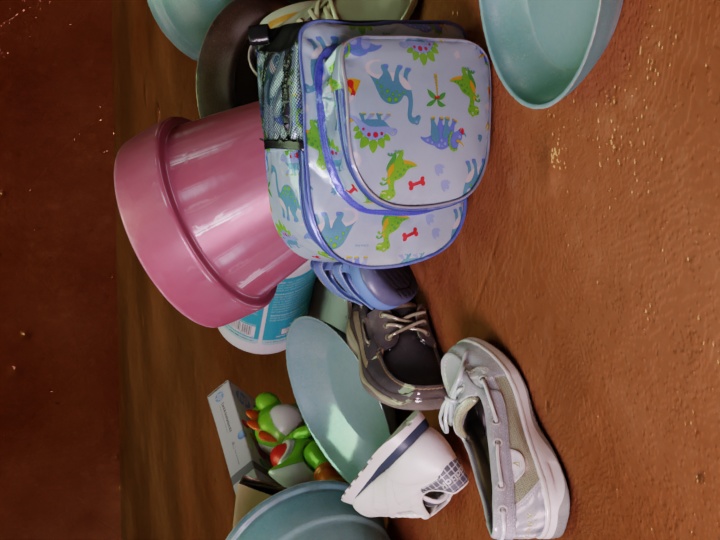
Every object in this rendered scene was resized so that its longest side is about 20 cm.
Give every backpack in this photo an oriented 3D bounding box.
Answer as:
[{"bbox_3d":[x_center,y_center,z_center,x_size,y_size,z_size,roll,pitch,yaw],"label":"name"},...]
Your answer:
[{"bbox_3d":[0.012,-0.103,1.091,0.147,0.182,0.202,10,103,59],"label":"backpack"}]

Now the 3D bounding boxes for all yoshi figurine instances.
[{"bbox_3d":[-0.055,0.211,1.571,0.200,0.112,0.112,46,173,45],"label":"yoshi figurine"}]

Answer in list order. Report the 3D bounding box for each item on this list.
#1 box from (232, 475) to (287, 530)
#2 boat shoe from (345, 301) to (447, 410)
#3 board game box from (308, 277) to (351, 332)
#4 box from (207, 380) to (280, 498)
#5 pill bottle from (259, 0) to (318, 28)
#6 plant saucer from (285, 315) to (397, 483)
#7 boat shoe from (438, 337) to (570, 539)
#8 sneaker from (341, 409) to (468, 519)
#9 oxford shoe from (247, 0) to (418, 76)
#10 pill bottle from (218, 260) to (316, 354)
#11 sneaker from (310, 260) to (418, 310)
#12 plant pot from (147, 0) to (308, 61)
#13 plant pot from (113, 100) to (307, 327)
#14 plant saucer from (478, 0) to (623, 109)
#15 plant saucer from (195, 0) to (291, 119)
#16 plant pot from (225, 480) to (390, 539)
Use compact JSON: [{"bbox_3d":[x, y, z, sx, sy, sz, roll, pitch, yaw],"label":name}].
[{"bbox_3d":[-0.070,0.326,1.513,0.021,0.162,0.201,-68,-8,-49],"label":"box"},{"bbox_3d":[0.031,0.065,1.254,0.200,0.074,0.074,-130,40,-60],"label":"boat shoe"},{"bbox_3d":[-0.034,0.024,1.524,0.200,0.026,0.202,-166,72,-71],"label":"board game box"},{"bbox_3d":[-0.106,0.247,1.629,0.156,0.041,0.201,42,-165,-39],"label":"box"},{"bbox_3d":[-0.039,-0.161,1.355,0.112,0.111,0.202,146,118,-70],"label":"pill bottle"},{"bbox_3d":[-0.011,0.135,1.400,0.201,0.038,0.202,40,142,41],"label":"plant saucer"},{"bbox_3d":[0.101,0.130,1.060,0.203,0.064,0.075,-112,25,-44],"label":"boat shoe"},{"bbox_3d":[0.041,0.203,1.252,0.080,0.076,0.200,41,155,7],"label":"sneaker"},{"bbox_3d":[-0.028,-0.227,1.251,0.199,0.058,0.076,-28,70,29],"label":"oxford shoe"},{"bbox_3d":[-0.102,-0.006,1.509,0.201,0.110,0.111,105,153,-46],"label":"pill bottle"},{"bbox_3d":[0.000,0.000,1.250,0.074,0.082,0.200,53,-173,-14],"label":"sneaker"},{"bbox_3d":[-0.129,-0.341,1.509,0.134,0.199,0.202,-3,92,45],"label":"plant pot"},{"bbox_3d":[-0.099,-0.072,1.232,0.200,0.178,0.201,52,-157,-32],"label":"plant pot"},{"bbox_3d":[0.135,-0.213,0.920,0.200,0.036,0.202,175,90,-72],"label":"plant saucer"},{"bbox_3d":[-0.093,-0.197,1.433,0.032,0.199,0.202,7,103,41],"label":"plant saucer"},{"bbox_3d":[-0.021,0.348,1.327,0.196,0.199,0.202,45,137,51],"label":"plant pot"}]
